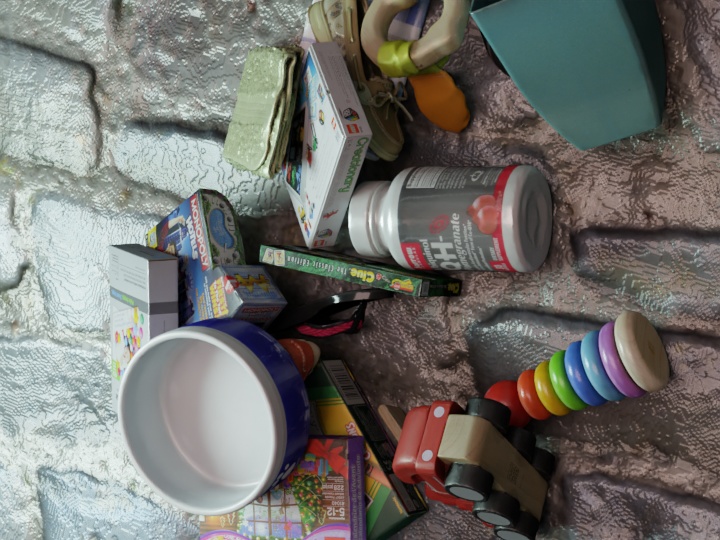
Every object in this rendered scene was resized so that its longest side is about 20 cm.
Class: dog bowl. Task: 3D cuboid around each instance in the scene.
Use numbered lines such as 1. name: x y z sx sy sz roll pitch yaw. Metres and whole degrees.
1. dog bowl: -0.155 0.153 1.676 0.199 0.079 0.201 7 104 27

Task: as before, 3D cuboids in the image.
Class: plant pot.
1. plant pot: 0.221 -0.229 1.551 0.141 0.142 0.200 -17 122 26

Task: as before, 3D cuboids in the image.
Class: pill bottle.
1. pill bottle: 0.093 -0.055 1.664 0.199 0.111 0.112 1 89 28

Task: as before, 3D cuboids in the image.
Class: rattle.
1. rattle: 0.078 -0.275 1.710 0.130 0.142 0.201 -39 42 30

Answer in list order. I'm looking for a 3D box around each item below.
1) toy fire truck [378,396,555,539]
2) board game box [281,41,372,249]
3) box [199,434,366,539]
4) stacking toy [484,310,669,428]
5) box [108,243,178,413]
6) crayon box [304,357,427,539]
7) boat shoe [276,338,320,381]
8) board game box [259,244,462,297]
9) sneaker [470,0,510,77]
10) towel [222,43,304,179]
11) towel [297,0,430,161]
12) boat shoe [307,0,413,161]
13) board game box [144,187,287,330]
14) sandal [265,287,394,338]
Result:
1. toy fire truck: 0.083 0.189 1.638 0.199 0.176 0.129 0 61 33
2. board game box: -0.041 -0.132 1.696 0.200 0.034 0.127 111 145 -54
3. box: -0.087 0.248 1.725 0.199 0.039 0.138 -3 89 30
4. stacking toy: 0.212 0.116 1.619 0.199 0.085 0.086 -27 77 29
5. box: -0.250 0.077 1.819 0.156 0.041 0.201 -163 70 -64
6. crayon box: -0.047 0.227 1.759 0.172 0.058 0.201 -37 72 22
7. boat shoe: -0.128 0.126 1.755 0.200 0.062 0.071 -30 83 38
8. board game box: 0.000 0.000 1.714 0.199 0.105 0.024 12 93 28
9. sneaker: 0.140 -0.290 1.660 0.070 0.083 0.201 -23 79 21
10. towel: -0.109 -0.179 1.748 0.036 0.200 0.149 11 94 -17
11. towel: -0.012 -0.235 1.772 0.146 0.024 0.201 22 99 25
12. boat shoe: 0.005 -0.215 1.712 0.062 0.073 0.201 -28 77 22
13. board game box: -0.162 0.019 1.777 0.200 0.061 0.201 -31 65 51
14. sandal: -0.040 0.057 1.755 0.199 0.075 0.045 -19 78 34
